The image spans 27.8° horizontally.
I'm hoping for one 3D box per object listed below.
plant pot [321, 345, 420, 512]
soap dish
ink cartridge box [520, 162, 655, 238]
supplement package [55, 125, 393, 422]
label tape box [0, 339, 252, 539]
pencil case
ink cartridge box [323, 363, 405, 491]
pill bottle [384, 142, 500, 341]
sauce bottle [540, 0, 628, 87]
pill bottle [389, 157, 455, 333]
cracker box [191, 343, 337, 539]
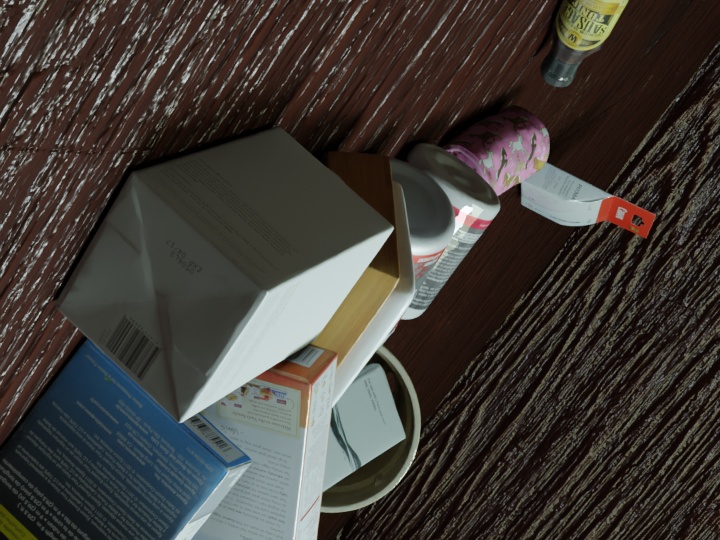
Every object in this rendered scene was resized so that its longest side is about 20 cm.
[{"bbox_3d":[-0.025,0.147,1.639,0.201,0.200,0.184,-52,-179,10],"label":"plant pot"},{"bbox_3d":[-0.028,0.005,1.188,0.158,0.081,0.201,-54,-161,26],"label":"soap dish"},{"bbox_3d":[0.336,-0.092,2.187,0.057,0.199,0.163,-57,169,-6],"label":"ink cartridge box"},{"bbox_3d":[-0.087,-0.004,1.000,0.120,0.121,0.200,-55,167,26],"label":"supplement package"},{"bbox_3d":[-0.199,0.171,1.077,0.201,0.144,0.063,-51,171,8],"label":"label tape box"},{"bbox_3d":[0.146,-0.123,1.639,0.200,0.083,0.087,-36,162,-54],"label":"pencil case"},{"bbox_3d":[-0.074,0.170,1.408,0.146,0.084,0.199,-14,-171,46],"label":"ink cartridge box"},{"bbox_3d":[0.046,-0.022,1.497,0.201,0.110,0.111,-54,168,20],"label":"pill bottle"},{"bbox_3d":[0.246,-0.274,1.578,0.066,0.066,0.201,-43,165,-31],"label":"sauce bottle"},{"bbox_3d":[0.000,0.000,1.375,0.116,0.116,0.201,-37,164,-47],"label":"pill bottle"},{"bbox_3d":[-0.096,0.141,1.132,0.058,0.133,0.202,-44,147,-57],"label":"cracker box"}]
